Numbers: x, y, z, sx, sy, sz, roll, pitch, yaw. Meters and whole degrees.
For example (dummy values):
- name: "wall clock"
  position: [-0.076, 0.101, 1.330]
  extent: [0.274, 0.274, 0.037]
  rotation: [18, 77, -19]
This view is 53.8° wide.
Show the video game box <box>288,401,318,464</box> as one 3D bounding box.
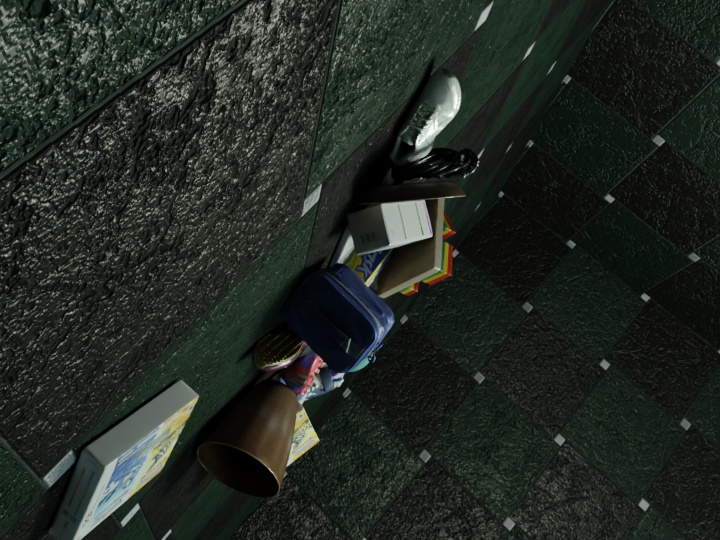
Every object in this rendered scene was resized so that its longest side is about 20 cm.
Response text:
- name: "video game box"
  position: [-0.202, 0.405, 1.643]
  extent: [0.199, 0.047, 0.183]
  rotation: [-36, 147, -15]

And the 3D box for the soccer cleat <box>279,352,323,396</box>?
- name: "soccer cleat"
  position: [-0.128, 0.211, 1.487]
  extent: [0.067, 0.076, 0.200]
  rotation: [-59, 177, -25]

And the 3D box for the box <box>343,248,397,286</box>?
- name: "box"
  position: [0.000, 0.000, 1.495]
  extent: [0.201, 0.064, 0.070]
  rotation: [-52, 171, -12]

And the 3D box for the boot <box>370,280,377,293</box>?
- name: "boot"
  position: [-0.030, 0.078, 1.683]
  extent: [0.159, 0.079, 0.211]
  rotation: [-55, 166, -5]

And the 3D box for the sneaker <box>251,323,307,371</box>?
- name: "sneaker"
  position: [-0.155, 0.165, 1.397]
  extent: [0.200, 0.075, 0.091]
  rotation: [-35, 155, -60]

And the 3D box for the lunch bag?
- name: "lunch bag"
  position: [-0.040, 0.096, 1.343]
  extent: [0.136, 0.200, 0.132]
  rotation: [-51, 169, 23]

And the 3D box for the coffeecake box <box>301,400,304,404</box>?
- name: "coffeecake box"
  position: [-0.226, 0.367, 1.761]
  extent: [0.154, 0.073, 0.200]
  rotation: [-57, 170, 16]

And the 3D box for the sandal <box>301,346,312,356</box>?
- name: "sandal"
  position: [-0.080, 0.129, 1.548]
  extent: [0.199, 0.077, 0.043]
  rotation: [-36, 136, 14]

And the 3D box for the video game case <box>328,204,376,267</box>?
- name: "video game case"
  position: [-0.015, -0.056, 1.474]
  extent: [0.143, 0.018, 0.201]
  rotation: [-46, 167, -42]

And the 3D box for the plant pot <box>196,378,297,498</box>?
- name: "plant pot"
  position: [-0.213, 0.333, 1.482]
  extent: [0.201, 0.185, 0.188]
  rotation: [-63, 179, -41]

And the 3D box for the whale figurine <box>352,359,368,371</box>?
- name: "whale figurine"
  position: [0.000, 0.169, 1.707]
  extent: [0.159, 0.104, 0.200]
  rotation: [-35, -179, 41]

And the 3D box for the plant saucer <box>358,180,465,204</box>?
- name: "plant saucer"
  position: [0.093, -0.143, 1.305]
  extent: [0.200, 0.198, 0.033]
  rotation: [-19, 106, -73]

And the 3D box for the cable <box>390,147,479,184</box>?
- name: "cable"
  position: [0.135, -0.195, 1.345]
  extent: [0.161, 0.051, 0.200]
  rotation: [-13, -163, -1]

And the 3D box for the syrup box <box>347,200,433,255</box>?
- name: "syrup box"
  position: [0.062, -0.086, 1.377]
  extent: [0.078, 0.083, 0.199]
  rotation: [-14, 179, 30]

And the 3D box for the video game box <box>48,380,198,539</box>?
- name: "video game box"
  position: [-0.332, 0.271, 1.008]
  extent: [0.183, 0.047, 0.200]
  rotation: [-57, 170, 30]

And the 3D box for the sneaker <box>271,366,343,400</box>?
- name: "sneaker"
  position: [-0.114, 0.258, 1.698]
  extent: [0.145, 0.081, 0.200]
  rotation: [-28, 162, 14]

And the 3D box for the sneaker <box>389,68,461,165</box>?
- name: "sneaker"
  position: [0.112, -0.257, 1.233]
  extent: [0.080, 0.070, 0.201]
  rotation: [-41, 165, -41]

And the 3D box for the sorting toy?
- name: "sorting toy"
  position: [0.127, -0.053, 1.540]
  extent: [0.199, 0.069, 0.201]
  rotation: [-30, -133, 50]

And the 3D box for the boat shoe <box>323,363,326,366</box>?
- name: "boat shoe"
  position: [-0.085, 0.181, 1.576]
  extent: [0.198, 0.072, 0.063]
  rotation: [-14, -172, 12]
